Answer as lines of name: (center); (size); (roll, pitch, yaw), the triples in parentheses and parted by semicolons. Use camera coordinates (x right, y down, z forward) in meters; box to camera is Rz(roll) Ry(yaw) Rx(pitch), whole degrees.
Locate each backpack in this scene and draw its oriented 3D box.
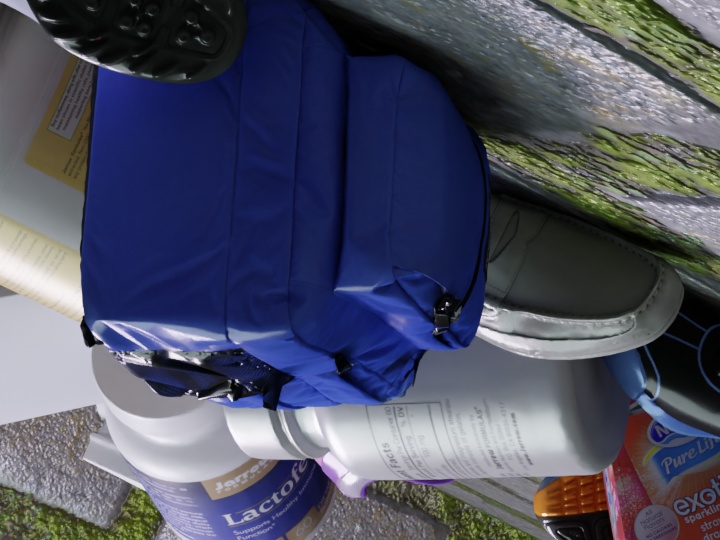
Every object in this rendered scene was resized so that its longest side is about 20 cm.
backpack: (-0.025, -0.014, 1.124); (0.167, 0.164, 0.200); (5, 166, 13)

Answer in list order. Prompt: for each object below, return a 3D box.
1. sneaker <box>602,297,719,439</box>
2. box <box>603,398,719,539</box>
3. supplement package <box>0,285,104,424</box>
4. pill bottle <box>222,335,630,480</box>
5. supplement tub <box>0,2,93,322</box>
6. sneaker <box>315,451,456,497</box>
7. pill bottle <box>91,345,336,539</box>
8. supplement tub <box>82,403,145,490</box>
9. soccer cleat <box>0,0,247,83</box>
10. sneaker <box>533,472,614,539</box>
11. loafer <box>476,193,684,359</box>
sneaker: (0.216, 0.065, 1.307); (0.199, 0.070, 0.078); (33, 148, -14)
box: (0.191, 0.129, 1.460); (0.099, 0.096, 0.200); (-9, 163, 4)
supplement package: (-0.220, 0.011, 1.565); (0.199, 0.111, 0.156); (-11, 150, -17)
pill bottle: (0.033, 0.053, 1.351); (0.199, 0.115, 0.114); (-3, 161, 24)
supplement tub: (-0.133, -0.050, 1.288); (0.199, 0.146, 0.145); (27, 173, -13)
sneaker: (0.051, 0.075, 1.462); (0.089, 0.199, 0.081); (63, -158, -19)
pill bottle: (-0.089, 0.092, 1.553); (0.115, 0.116, 0.200); (21, 158, 25)
supplement tub: (-0.094, 0.064, 1.754); (0.144, 0.201, 0.144); (24, 173, 3)
soccer cleat: (-0.134, -0.137, 1.046); (0.199, 0.069, 0.073); (23, -167, 3)
sneaker: (0.193, 0.143, 1.636); (0.199, 0.076, 0.092); (-1, -173, -23)
loafer: (0.062, -0.005, 1.256); (0.199, 0.070, 0.070); (9, 148, 32)
